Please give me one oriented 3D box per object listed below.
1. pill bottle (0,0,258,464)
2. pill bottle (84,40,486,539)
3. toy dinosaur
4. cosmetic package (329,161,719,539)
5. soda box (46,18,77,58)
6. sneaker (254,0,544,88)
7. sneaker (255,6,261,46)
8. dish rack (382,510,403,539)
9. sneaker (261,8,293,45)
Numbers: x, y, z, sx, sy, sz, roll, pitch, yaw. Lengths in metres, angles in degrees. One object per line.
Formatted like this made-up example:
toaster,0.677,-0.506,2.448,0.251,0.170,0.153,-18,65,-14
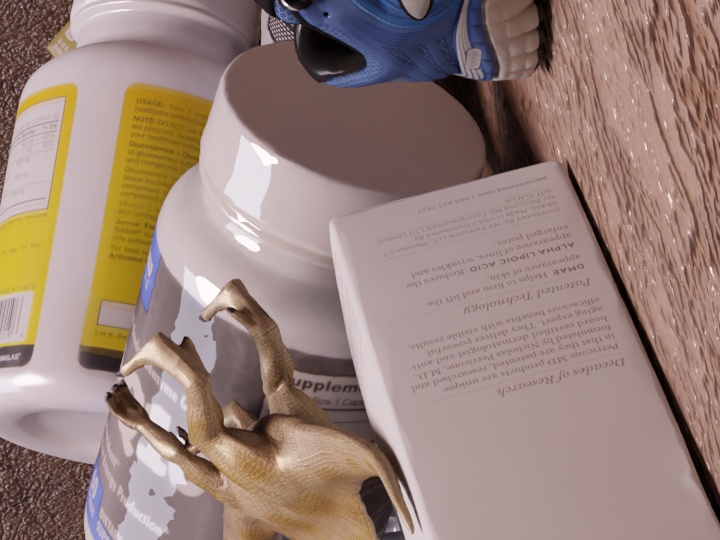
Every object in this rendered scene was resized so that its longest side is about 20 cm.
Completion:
pill bottle,-0.095,-0.025,0.985,0.112,0.111,0.202,85,-167,-71
pill bottle,-0.027,0.028,0.837,0.114,0.113,0.201,-109,30,-53
toy dinosaur,-0.025,0.055,0.732,0.101,0.058,0.200,50,154,2
cosmetic package,0.053,0.075,0.686,0.201,0.080,0.113,-110,6,-47
soda box,-0.062,-0.056,1.086,0.200,0.064,0.068,50,-169,33
sneaker,0.004,-0.105,0.649,0.200,0.088,0.079,82,171,-62
sneaker,-0.043,-0.158,1.197,0.089,0.078,0.202,113,142,-81
dish rack,0.023,0.084,0.909,0.171,0.043,0.202,-159,71,-65
sneaker,0.002,-0.105,0.953,0.200,0.077,0.141,-64,-23,-80
